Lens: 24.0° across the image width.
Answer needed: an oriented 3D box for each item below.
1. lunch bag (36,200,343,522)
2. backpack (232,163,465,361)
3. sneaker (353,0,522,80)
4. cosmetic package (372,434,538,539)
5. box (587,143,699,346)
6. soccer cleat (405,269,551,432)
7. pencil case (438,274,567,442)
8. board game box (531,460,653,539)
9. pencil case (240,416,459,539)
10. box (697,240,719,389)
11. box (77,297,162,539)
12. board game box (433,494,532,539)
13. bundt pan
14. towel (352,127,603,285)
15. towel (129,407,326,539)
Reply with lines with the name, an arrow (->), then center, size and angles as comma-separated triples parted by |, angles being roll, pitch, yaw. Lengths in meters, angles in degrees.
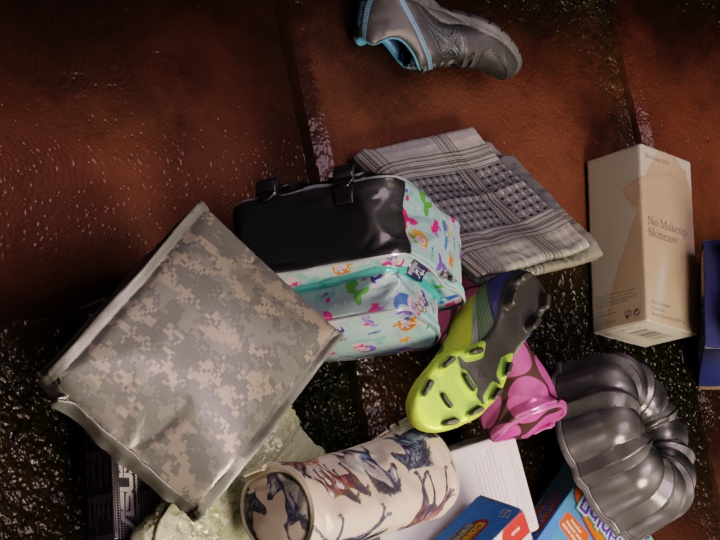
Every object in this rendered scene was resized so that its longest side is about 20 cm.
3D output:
lunch bag -> -0.138, 0.078, 1.311 | 0.164, 0.118, 0.200 | 43, 52, -7
backpack -> 0.000, 0.000, 1.483 | 0.200, 0.178, 0.151 | 18, 64, -65
sneaker -> 0.075, -0.229, 1.709 | 0.200, 0.073, 0.082 | 23, 79, -29
cosmetic package -> 0.066, 0.220, 1.556 | 0.200, 0.074, 0.102 | -11, 85, -41
box -> 0.306, -0.026, 1.835 | 0.095, 0.078, 0.200 | 13, 70, -40
soccer cleat -> 0.096, 0.076, 1.491 | 0.065, 0.084, 0.200 | 50, 54, -13
pencil case -> 0.122, 0.069, 1.598 | 0.200, 0.091, 0.094 | 65, 10, 26
board game box -> 0.215, 0.303, 1.680 | 0.152, 0.045, 0.200 | 55, 48, -15
pencil case -> -0.009, 0.180, 1.390 | 0.200, 0.078, 0.089 | -8, 65, -48
box -> 0.383, 0.045, 1.834 | 0.200, 0.032, 0.121 | 69, 23, -69
box -> -0.153, 0.129, 1.406 | 0.160, 0.044, 0.200 | 8, 73, -41
board game box -> 0.090, 0.338, 1.495 | 0.200, 0.056, 0.196 | -40, 123, -33
bundt pan -> 0.273, 0.169, 1.704 | 0.202, 0.076, 0.202 | 42, 33, -35
towel -> 0.119, -0.066, 1.645 | 0.200, 0.035, 0.193 | -11, 48, -45
towel -> -0.090, 0.202, 1.388 | 0.148, 0.036, 0.200 | 53, 50, -18
